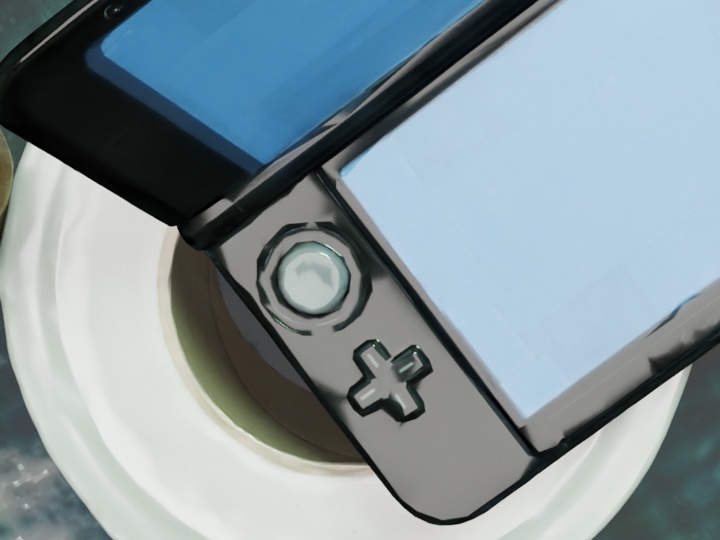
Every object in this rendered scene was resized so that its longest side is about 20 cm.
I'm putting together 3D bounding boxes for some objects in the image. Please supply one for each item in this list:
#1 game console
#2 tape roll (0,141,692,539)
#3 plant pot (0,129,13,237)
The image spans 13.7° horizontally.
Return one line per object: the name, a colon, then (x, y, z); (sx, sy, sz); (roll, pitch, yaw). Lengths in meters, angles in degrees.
game console: (0.040, -0.042, 0.761); (0.200, 0.116, 0.176); (-36, 95, 12)
tape roll: (0.000, 0.000, 0.873); (0.201, 0.071, 0.203); (2, 102, 8)
plant pot: (-0.202, 0.052, 0.870); (0.186, 0.187, 0.201); (12, 119, 5)
